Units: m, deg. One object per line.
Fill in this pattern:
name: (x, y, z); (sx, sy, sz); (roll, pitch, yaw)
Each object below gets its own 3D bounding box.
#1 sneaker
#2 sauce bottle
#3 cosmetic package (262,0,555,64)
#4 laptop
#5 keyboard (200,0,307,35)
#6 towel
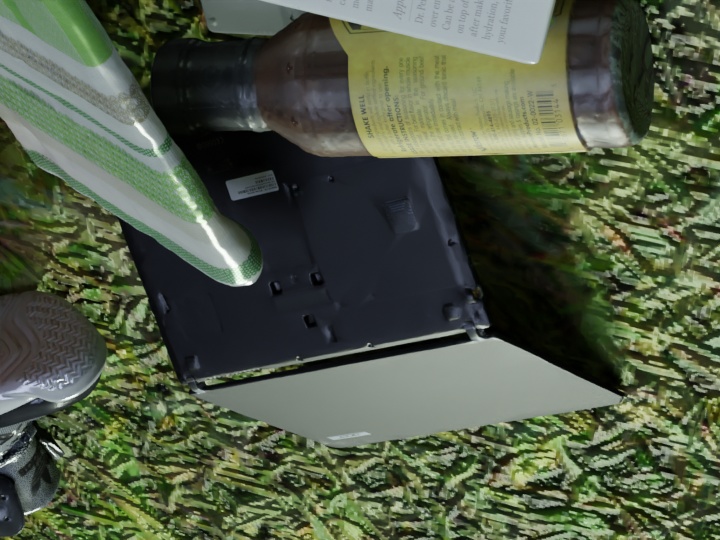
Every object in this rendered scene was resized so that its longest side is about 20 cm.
sneaker: (-0.182, 0.078, 1.090); (0.200, 0.076, 0.114); (-10, 130, 41)
sauce bottle: (0.013, -0.076, 0.827); (0.200, 0.065, 0.065); (-1, 134, 19)
cosmetic package: (-0.019, -0.153, 0.750); (0.200, 0.071, 0.102); (14, 139, 3)
laptop: (0.000, 0.000, 0.966); (0.177, 0.103, 0.200); (-13, 102, 34)
keyboard: (-0.056, -0.170, 0.811); (0.056, 0.011, 0.200); (10, 138, 23)
towel: (-0.120, -0.081, 0.846); (0.149, 0.031, 0.200); (31, 162, 33)
